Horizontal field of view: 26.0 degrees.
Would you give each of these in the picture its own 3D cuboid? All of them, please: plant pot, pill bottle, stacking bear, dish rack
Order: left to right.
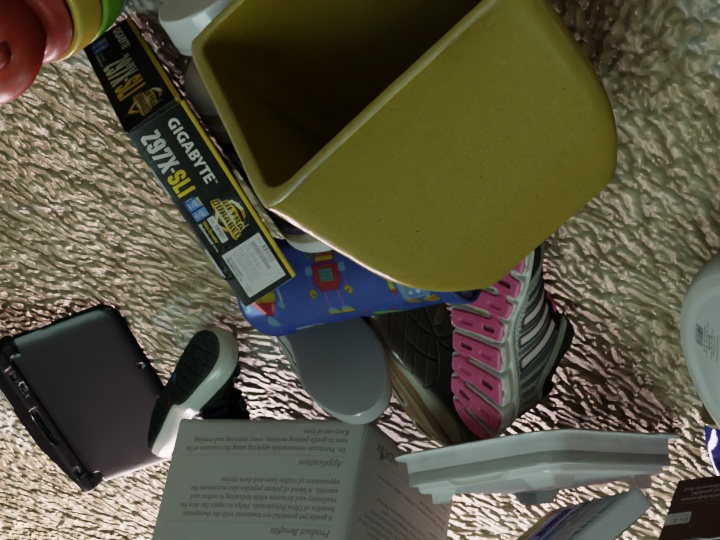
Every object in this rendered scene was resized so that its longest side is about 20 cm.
[{"bbox_3d":[-0.221,-0.191,1.051,0.121,0.201,0.114,-14,124,38],"label":"stacking bear"},{"bbox_3d":[-0.055,-0.120,1.100,0.110,0.111,0.200,-11,126,37],"label":"pill bottle"},{"bbox_3d":[0.046,-0.103,0.969,0.194,0.196,0.200,-41,130,11],"label":"plant pot"},{"bbox_3d":[0.143,0.158,1.239,0.171,0.044,0.199,-15,164,39],"label":"dish rack"}]

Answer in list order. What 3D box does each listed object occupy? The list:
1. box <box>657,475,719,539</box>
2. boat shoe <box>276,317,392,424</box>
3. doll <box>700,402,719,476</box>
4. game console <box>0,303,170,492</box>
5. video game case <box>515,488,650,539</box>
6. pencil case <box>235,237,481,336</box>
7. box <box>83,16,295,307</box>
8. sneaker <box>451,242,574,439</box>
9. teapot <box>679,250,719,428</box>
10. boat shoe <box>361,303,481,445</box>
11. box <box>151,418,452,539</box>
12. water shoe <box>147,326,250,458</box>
[{"bbox_3d":[0.325,0.251,1.222,0.100,0.075,0.200,-14,123,38],"label":"box"},{"bbox_3d":[-0.027,0.067,1.251,0.200,0.072,0.066,40,170,47],"label":"boat shoe"},{"bbox_3d":[0.329,0.180,1.242,0.136,0.049,0.201,2,133,29],"label":"doll"},{"bbox_3d":[-0.283,0.108,1.536,0.176,0.116,0.201,29,151,50],"label":"game console"},{"bbox_3d":[0.126,0.253,1.268,0.022,0.200,0.182,53,159,2],"label":"video game case"},{"bbox_3d":[0.000,0.000,1.163,0.199,0.087,0.079,-11,82,37],"label":"pencil case"},{"bbox_3d":[-0.128,-0.083,1.131,0.049,0.200,0.160,-34,120,-1],"label":"box"},{"bbox_3d":[0.119,0.027,1.191,0.073,0.087,0.201,23,121,41],"label":"sneaker"},{"bbox_3d":[0.323,0.048,1.045,0.198,0.145,0.200,61,157,0],"label":"teapot"},{"bbox_3d":[0.041,0.073,1.276,0.072,0.076,0.201,-7,122,46],"label":"boat shoe"},{"bbox_3d":[-0.051,0.244,1.383,0.198,0.172,0.200,-3,152,29],"label":"box"},{"bbox_3d":[-0.134,0.115,1.436,0.078,0.072,0.200,14,147,-19],"label":"water shoe"}]
